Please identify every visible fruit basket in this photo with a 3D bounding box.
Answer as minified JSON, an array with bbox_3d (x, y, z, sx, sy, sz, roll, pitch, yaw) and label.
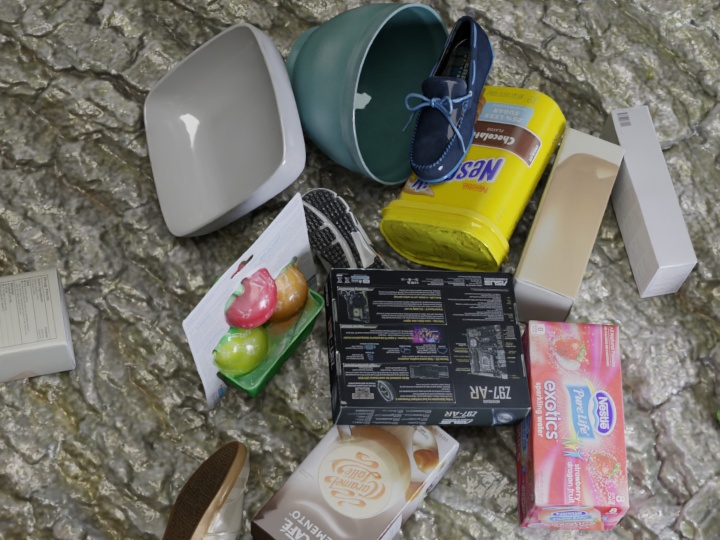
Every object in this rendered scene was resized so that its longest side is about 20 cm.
[{"bbox_3d":[-0.115,0.033,1.518,0.093,0.200,0.185,29,66,25],"label":"fruit basket"}]

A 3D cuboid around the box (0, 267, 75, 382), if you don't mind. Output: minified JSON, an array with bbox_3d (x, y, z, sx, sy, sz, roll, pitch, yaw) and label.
[{"bbox_3d":[-0.406,0.068,1.545,0.199,0.078,0.096,-9,66,-8],"label":"box"}]

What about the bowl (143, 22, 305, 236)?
[{"bbox_3d":[-0.141,-0.150,1.625,0.074,0.199,0.201,10,57,-48],"label":"bowl"}]

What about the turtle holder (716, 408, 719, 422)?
[{"bbox_3d":[0.478,0.106,1.575,0.132,0.186,0.141,43,38,14],"label":"turtle holder"}]

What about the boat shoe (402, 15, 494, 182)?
[{"bbox_3d":[0.088,-0.192,1.618,0.084,0.069,0.201,-1,58,24],"label":"boat shoe"}]

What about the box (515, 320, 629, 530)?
[{"bbox_3d":[0.219,0.162,1.539,0.102,0.095,0.201,4,65,-4],"label":"box"}]

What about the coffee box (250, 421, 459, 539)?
[{"bbox_3d":[-0.006,0.226,1.501,0.114,0.080,0.200,37,68,12],"label":"coffee box"}]

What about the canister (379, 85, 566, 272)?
[{"bbox_3d":[0.128,-0.106,1.636,0.148,0.087,0.201,9,60,38],"label":"canister"}]

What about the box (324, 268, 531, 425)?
[{"bbox_3d":[0.067,0.078,1.516,0.199,0.044,0.161,1,60,-11],"label":"box"}]

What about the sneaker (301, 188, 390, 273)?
[{"bbox_3d":[0.000,0.000,1.612,0.073,0.080,0.201,-27,88,4],"label":"sneaker"}]

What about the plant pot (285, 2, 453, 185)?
[{"bbox_3d":[-0.003,-0.207,1.654,0.134,0.201,0.201,15,62,32],"label":"plant pot"}]

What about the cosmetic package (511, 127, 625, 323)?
[{"bbox_3d":[0.224,-0.043,1.630,0.071,0.105,0.201,20,67,5],"label":"cosmetic package"}]

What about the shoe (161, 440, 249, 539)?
[{"bbox_3d":[-0.160,0.266,1.492,0.053,0.070,0.201,45,57,-31],"label":"shoe"}]

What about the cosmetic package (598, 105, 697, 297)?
[{"bbox_3d":[0.321,-0.079,1.665,0.050,0.083,0.201,-8,67,-10],"label":"cosmetic package"}]
